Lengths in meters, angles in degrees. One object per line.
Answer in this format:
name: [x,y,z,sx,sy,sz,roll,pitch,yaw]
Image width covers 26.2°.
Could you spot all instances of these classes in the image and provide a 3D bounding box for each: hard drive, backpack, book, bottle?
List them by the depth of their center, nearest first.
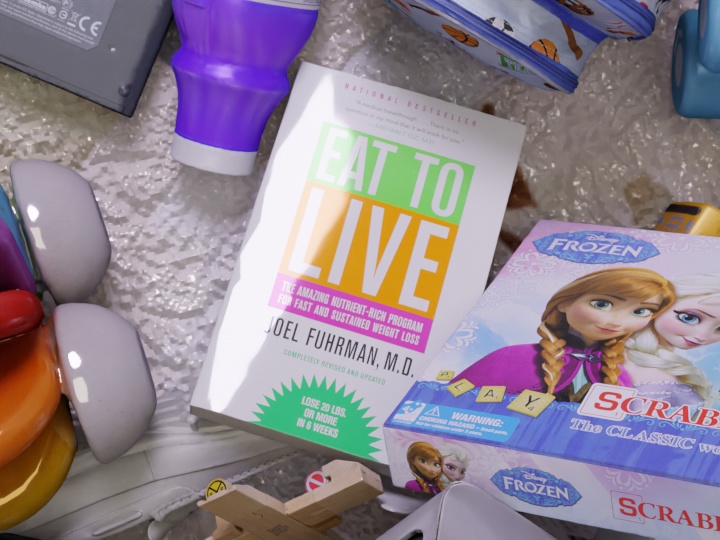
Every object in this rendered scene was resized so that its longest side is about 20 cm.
backpack: [0.083,-0.181,0.785,0.199,0.190,0.155,23,91,-9]
bottle: [-0.058,-0.153,0.822,0.065,0.083,0.201,23,106,34]
hard drive: [-0.150,-0.202,0.832,0.139,0.033,0.201,22,91,-8]
book: [0.000,0.000,0.832,0.133,0.048,0.201,17,73,-3]

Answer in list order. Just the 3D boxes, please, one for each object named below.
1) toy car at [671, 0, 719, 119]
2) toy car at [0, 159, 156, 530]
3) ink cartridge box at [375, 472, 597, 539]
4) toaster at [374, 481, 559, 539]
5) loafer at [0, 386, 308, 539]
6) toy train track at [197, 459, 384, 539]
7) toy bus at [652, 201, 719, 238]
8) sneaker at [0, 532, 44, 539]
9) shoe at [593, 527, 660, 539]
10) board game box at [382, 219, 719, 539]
toy car: [0.269,-0.190,0.831,0.183,0.177,0.202,1,81,4]
toy car: [-0.206,0.023,0.764,0.174,0.150,0.201,-19,65,-5]
ink cartridge box: [0.095,0.166,0.848,0.198,0.116,0.068,12,93,-7]
toaster: [0.013,0.220,0.693,0.118,0.201,0.181,38,124,-17]
loafer: [-0.113,0.112,0.846,0.198,0.070,0.070,-14,110,-5]
toy train track: [-0.080,0.138,0.811,0.199,0.115,0.033,-27,55,18]
toy bus: [0.249,0.041,0.886,0.199,0.065,0.079,34,91,-9]
sneaker: [-0.197,0.200,0.809,0.200,0.076,0.116,-30,101,23]
shoe: [0.155,0.189,0.766,0.090,0.071,0.201,16,97,-10]
board game box: [0.143,0.048,0.760,0.199,0.200,0.041,7,124,28]
